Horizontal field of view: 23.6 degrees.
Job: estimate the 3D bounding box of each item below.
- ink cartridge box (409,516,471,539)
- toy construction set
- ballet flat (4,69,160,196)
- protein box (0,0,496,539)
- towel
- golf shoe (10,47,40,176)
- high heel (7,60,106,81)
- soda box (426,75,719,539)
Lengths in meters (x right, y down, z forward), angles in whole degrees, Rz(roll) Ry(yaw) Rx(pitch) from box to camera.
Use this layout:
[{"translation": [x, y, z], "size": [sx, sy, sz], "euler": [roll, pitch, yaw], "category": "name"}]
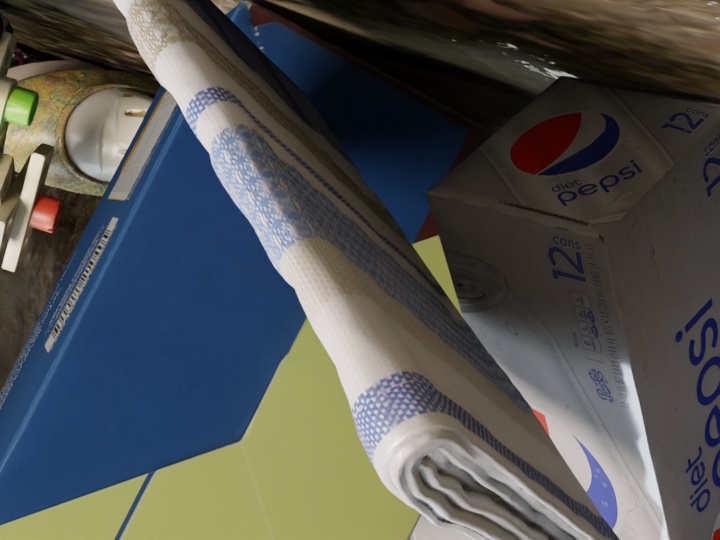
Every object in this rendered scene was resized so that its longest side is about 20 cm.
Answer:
[{"translation": [0.124, 0.122, 0.878], "size": [0.200, 0.145, 0.147], "euler": [-8, -153, 1], "category": "ink cartridge box"}, {"translation": [-0.229, -0.073, 0.809], "size": [0.200, 0.131, 0.092], "euler": [18, 179, -17], "category": "toy construction set"}, {"translation": [-0.097, -0.066, 0.920], "size": [0.200, 0.071, 0.071], "euler": [12, -179, -24], "category": "ballet flat"}, {"translation": [-0.045, 0.024, 0.655], "size": [0.135, 0.199, 0.200], "euler": [28, 177, -11], "category": "protein box"}, {"translation": [-0.007, -0.005, 0.445], "size": [0.200, 0.024, 0.147], "euler": [56, -172, 32], "category": "towel"}, {"translation": [-0.198, -0.090, 1.026], "size": [0.200, 0.073, 0.092], "euler": [18, 180, -41], "category": "golf shoe"}, {"translation": [-0.136, -0.076, 0.997], "size": [0.200, 0.067, 0.096], "euler": [4, 174, -25], "category": "high heel"}, {"translation": [0.085, 0.044, 0.533], "size": [0.063, 0.068, 0.200], "euler": [18, 138, 40], "category": "soda box"}]
